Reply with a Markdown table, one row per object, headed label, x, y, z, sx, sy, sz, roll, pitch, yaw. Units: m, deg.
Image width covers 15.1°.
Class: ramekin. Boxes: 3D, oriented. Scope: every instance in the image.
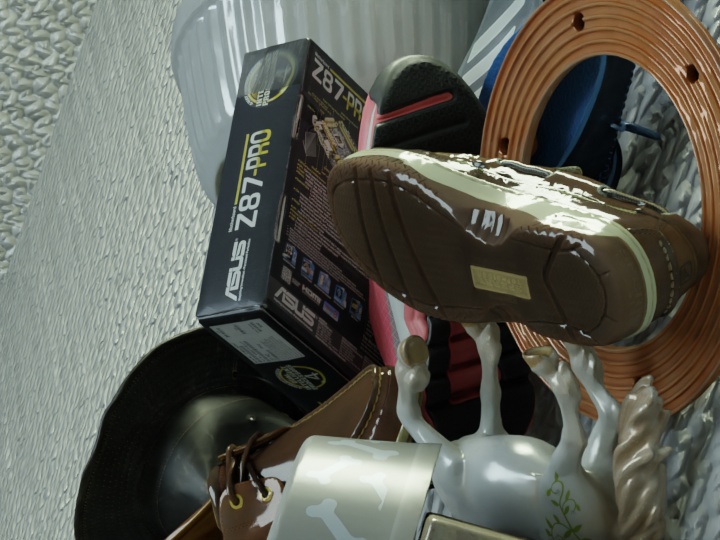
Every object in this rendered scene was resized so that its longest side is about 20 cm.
| label | x | y | z | sx | sy | sz | roll | pitch | yaw |
| --- | --- | --- | --- | --- | --- | --- | --- | --- | --- |
| ramekin | -0.005 | -0.093 | 1.520 | 0.200 | 0.200 | 0.105 | 125 | 146 | -51 |

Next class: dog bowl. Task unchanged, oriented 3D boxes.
| label | x | y | z | sx | sy | sz | roll | pitch | yaw |
| --- | --- | --- | --- | --- | --- | --- | --- | --- | --- |
| dog bowl | -0.020 | 0.161 | 1.138 | 0.200 | 0.058 | 0.201 | 17 | -90 | -87 |

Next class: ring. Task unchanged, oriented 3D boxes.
| label | x | y | z | sx | sy | sz | roll | pitch | yaw |
| --- | --- | --- | --- | --- | --- | --- | --- | --- | --- |
| ring | 0.116 | -0.031 | 1.206 | 0.200 | 0.019 | 0.201 | 14 | 107 | 57 |

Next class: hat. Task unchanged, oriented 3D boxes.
| label | x | y | z | sx | sy | sz | roll | pitch | yaw |
| --- | --- | --- | --- | --- | --- | --- | --- | --- | --- |
| hat | -0.074 | 0.132 | 1.637 | 0.081 | 0.200 | 0.201 | 30 | 106 | 41 |

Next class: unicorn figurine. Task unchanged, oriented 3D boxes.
| label | x | y | z | sx | sy | sz | roll | pitch | yaw |
| --- | --- | --- | --- | --- | --- | --- | --- | --- | --- |
| unicorn figurine | 0.070 | 0.087 | 1.222 | 0.200 | 0.074 | 0.138 | 24 | 131 | 64 |

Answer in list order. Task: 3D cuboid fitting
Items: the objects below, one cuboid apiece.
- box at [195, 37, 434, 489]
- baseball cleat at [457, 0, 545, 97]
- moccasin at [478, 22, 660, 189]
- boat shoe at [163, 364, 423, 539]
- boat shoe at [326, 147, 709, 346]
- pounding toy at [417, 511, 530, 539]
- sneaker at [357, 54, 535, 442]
| label | x | y | z | sx | sy | sz | roll | pitch | yaw |
| --- | --- | --- | --- | --- | --- | --- | --- | --- | --- |
| box | 0.000 | 0.000 | 1.401 | 0.049 | 0.200 | 0.162 | -10 | 56 | 33 |
| baseball cleat | 0.093 | -0.117 | 1.412 | 0.106 | 0.070 | 0.201 | 139 | 144 | -64 |
| moccasin | 0.094 | -0.062 | 1.325 | 0.081 | 0.068 | 0.200 | 65 | 150 | 26 |
| boat shoe | -0.042 | 0.115 | 1.306 | 0.200 | 0.067 | 0.072 | -50 | 20 | 32 |
| boat shoe | 0.070 | -0.015 | 1.197 | 0.202 | 0.075 | 0.075 | 23 | 128 | 46 |
| pounding toy | 0.069 | 0.204 | 1.068 | 0.200 | 0.142 | 0.185 | 81 | -156 | -86 |
| sneaker | 0.025 | -0.004 | 1.325 | 0.087 | 0.074 | 0.201 | 6 | 106 | 64 |
